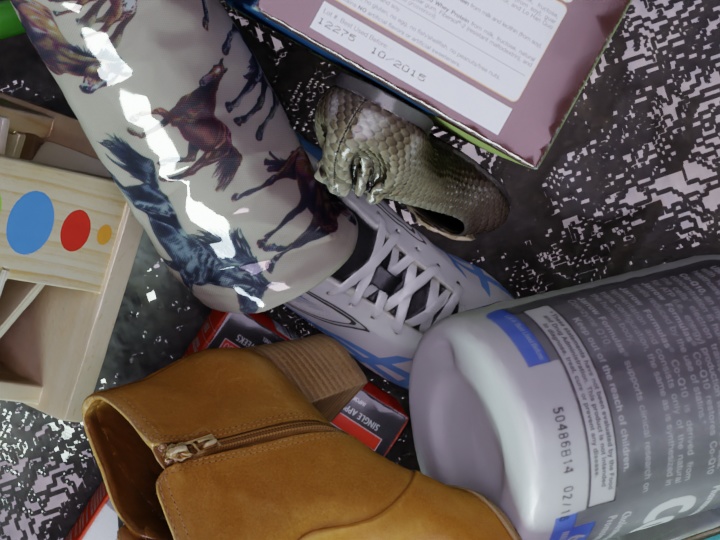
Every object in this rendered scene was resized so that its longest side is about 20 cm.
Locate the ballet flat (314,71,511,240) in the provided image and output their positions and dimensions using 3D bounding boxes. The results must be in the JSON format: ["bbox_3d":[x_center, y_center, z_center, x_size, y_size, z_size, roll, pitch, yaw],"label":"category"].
[{"bbox_3d":[0.019,-0.040,1.104,0.067,0.200,0.047,26,88,16],"label":"ballet flat"}]

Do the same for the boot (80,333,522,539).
[{"bbox_3d":[-0.020,0.116,1.058,0.201,0.144,0.071,51,133,19],"label":"boot"}]

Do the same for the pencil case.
[{"bbox_3d":[-0.074,-0.073,1.050,0.201,0.077,0.090,60,43,-27],"label":"pencil case"}]

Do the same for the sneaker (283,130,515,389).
[{"bbox_3d":[0.000,0.000,1.165,0.199,0.072,0.072,34,90,-10],"label":"sneaker"}]

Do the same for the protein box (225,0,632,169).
[{"bbox_3d":[0.051,-0.169,1.085,0.134,0.199,0.201,29,93,-9],"label":"protein box"}]

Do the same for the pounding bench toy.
[{"bbox_3d":[-0.182,-0.054,1.075,0.124,0.156,0.201,21,95,36],"label":"pounding bench toy"}]

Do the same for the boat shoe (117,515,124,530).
[{"bbox_3d":[-0.067,0.148,1.089,0.071,0.061,0.202,-19,74,13],"label":"boat shoe"}]

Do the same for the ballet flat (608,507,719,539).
[{"bbox_3d":[0.106,0.128,1.196,0.199,0.067,0.064,-26,80,-4],"label":"ballet flat"}]

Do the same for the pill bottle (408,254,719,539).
[{"bbox_3d":[0.132,0.056,1.142,0.199,0.114,0.115,-12,98,-25],"label":"pill bottle"}]

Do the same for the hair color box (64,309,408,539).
[{"bbox_3d":[-0.074,0.121,1.176,0.101,0.061,0.201,32,93,-9],"label":"hair color box"}]
